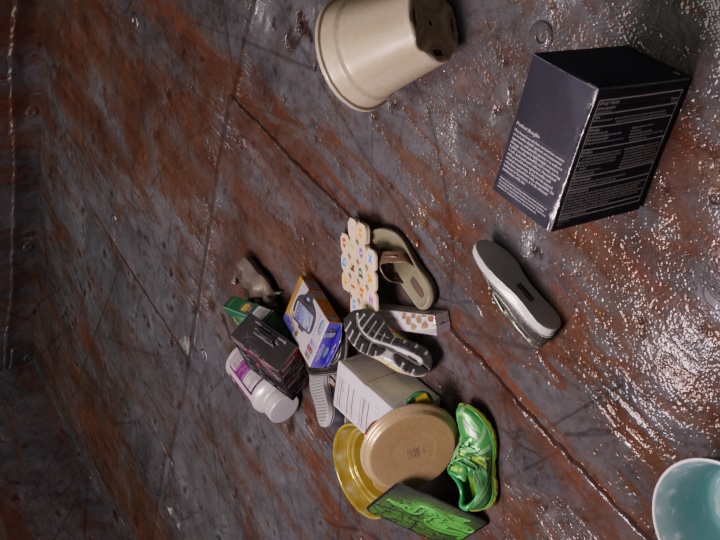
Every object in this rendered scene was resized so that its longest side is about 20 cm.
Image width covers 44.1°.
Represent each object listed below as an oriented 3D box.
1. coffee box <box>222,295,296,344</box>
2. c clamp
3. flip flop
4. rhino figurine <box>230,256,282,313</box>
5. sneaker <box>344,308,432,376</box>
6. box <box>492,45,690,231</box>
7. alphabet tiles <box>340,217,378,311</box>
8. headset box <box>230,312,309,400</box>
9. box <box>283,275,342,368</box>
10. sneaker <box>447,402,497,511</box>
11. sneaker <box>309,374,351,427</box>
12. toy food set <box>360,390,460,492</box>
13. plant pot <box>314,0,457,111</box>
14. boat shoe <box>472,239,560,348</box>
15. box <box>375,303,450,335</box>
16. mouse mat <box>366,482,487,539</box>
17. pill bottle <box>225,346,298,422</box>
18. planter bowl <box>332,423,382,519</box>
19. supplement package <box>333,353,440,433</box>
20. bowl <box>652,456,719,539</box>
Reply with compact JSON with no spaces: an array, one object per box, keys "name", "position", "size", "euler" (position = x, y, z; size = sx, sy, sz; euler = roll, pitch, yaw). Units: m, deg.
[{"name":"coffee box","position":[-0.238,0.128,2.125],"size":[0.199,0.044,0.123],"euler":[12,146,52]},{"name":"c clamp","position":[-0.065,0.143,1.927],"size":[0.199,0.027,0.174],"euler":[-24,63,53]},{"name":"flip flop","position":[0.070,-0.004,1.688],"size":[0.201,0.057,0.082],"euler":[56,140,28]},{"name":"rhino figurine","position":[-0.244,0.042,2.139],"size":[0.200,0.059,0.088],"euler":[43,136,35]},{"name":"sneaker","position":[0.052,0.149,1.713],"size":[0.199,0.079,0.090],"euler":[34,173,19]},{"name":"box","position":[0.305,-0.181,1.185],"size":[0.123,0.198,0.201],"euler":[43,132,38]},{"name":"alphabet tiles","position":[0.000,0.000,1.777],"size":[0.195,0.014,0.204],"euler":[-149,54,-65]},{"name":"headset box","position":[-0.202,0.192,2.012],"size":[0.148,0.075,0.201],"euler":[32,160,23]},{"name":"box","position":[-0.103,0.116,1.929],"size":[0.120,0.041,0.201],"euler":[-66,34,24]},{"name":"sneaker","position":[0.200,0.341,1.605],"size":[0.074,0.083,0.204],"euler":[1,101,54]},{"name":"sneaker","position":[-0.061,0.266,1.956],"size":[0.079,0.078,0.202],"euler":[-61,29,35]},{"name":"toy food set","position":[0.094,0.324,1.648],"size":[0.202,0.196,0.049],"euler":[62,180,-31]},{"name":"plant pot","position":[0.056,-0.387,1.488],"size":[0.182,0.199,0.204],"euler":[-9,94,42]},{"name":"boat shoe","position":[0.242,0.039,1.455],"size":[0.201,0.070,0.064],"euler":[55,139,24]},{"name":"box","position":[0.093,0.093,1.707],"size":[0.199,0.041,0.039],"euler":[3,104,53]},{"name":"mouse mat","position":[0.124,0.469,1.699],"size":[0.161,0.198,0.008],"euler":[-52,16,49]},{"name":"pill bottle","position":[-0.235,0.272,2.160],"size":[0.200,0.111,0.114],"euler":[44,134,37]},{"name":"planter bowl","position":[0.032,0.407,1.860],"size":[0.199,0.082,0.204],"euler":[23,119,49]},{"name":"supplement package","position":[0.049,0.259,1.761],"size":[0.199,0.112,0.111],"euler":[36,129,44]},{"name":"bowl","position":[0.497,0.329,1.172],"size":[0.200,0.104,0.204],"euler":[22,119,48]}]
